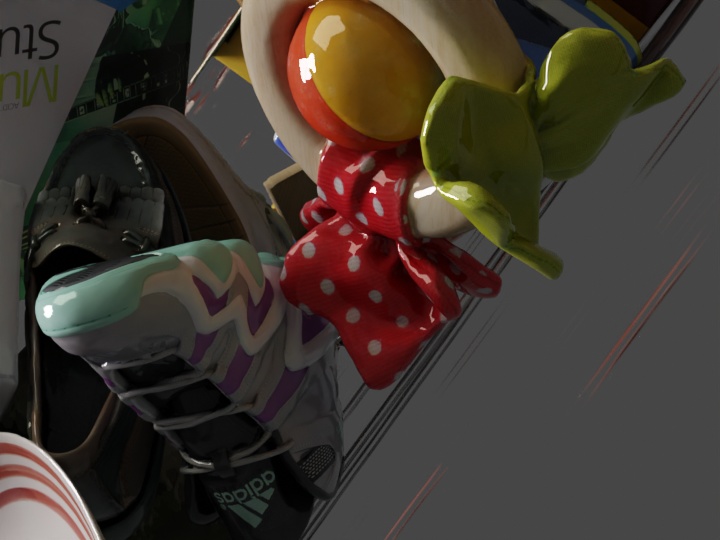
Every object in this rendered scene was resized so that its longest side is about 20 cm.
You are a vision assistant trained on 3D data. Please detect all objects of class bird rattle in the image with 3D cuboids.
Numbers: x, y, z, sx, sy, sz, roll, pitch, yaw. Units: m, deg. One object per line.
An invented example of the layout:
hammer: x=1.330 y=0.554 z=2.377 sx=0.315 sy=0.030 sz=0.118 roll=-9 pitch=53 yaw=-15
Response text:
bird rattle: x=0.021 y=-0.058 z=0.991 sx=0.113 sy=0.163 sz=0.200 roll=-37 pitch=5 yaw=-27

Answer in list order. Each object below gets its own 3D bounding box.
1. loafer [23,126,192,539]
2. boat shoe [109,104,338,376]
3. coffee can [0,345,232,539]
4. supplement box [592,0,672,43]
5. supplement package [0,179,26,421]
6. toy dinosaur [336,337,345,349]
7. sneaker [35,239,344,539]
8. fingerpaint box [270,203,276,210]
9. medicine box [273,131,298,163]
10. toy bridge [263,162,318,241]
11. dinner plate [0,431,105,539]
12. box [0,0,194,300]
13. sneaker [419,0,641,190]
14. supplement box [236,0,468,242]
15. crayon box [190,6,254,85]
loafer: x=-0.109 y=0.015 z=1.103 sx=0.063 sy=0.071 sz=0.201 roll=76 pitch=-169 yaw=-55
boat shoe: x=-0.065 y=-0.007 z=1.247 sx=0.070 sy=0.201 sz=0.070 roll=-7 pitch=39 yaw=24
coffee can: x=-0.128 y=0.120 z=1.214 sx=0.147 sy=0.146 sz=0.200 roll=-58 pitch=6 yaw=-32
supplement box: x=0.100 y=-0.241 z=1.123 sx=0.200 sy=0.197 sz=0.133 roll=-52 pitch=5 yaw=24
supplement package: x=-0.228 y=0.057 z=1.138 sx=0.117 sy=0.117 sz=0.200 roll=-95 pitch=26 yaw=-43
toy dinosaur: x=-0.047 y=0.049 z=1.388 sx=0.136 sy=0.102 sz=0.201 roll=80 pitch=-155 yaw=-62
sneaker: x=-0.053 y=0.063 z=1.048 sx=0.077 sy=0.141 sz=0.200 roll=-13 pitch=-7 yaw=26
fingerpaint box: x=-0.091 y=0.080 z=1.565 sx=0.200 sy=0.073 sz=0.167 roll=-52 pitch=7 yaw=37
medicine box: x=0.055 y=-0.142 z=1.456 sx=0.200 sy=0.103 sz=0.182 roll=-54 pitch=5 yaw=18
toy bridge: x=0.000 y=0.000 z=1.201 sx=0.027 sy=0.067 sz=0.200 roll=-28 pitch=18 yaw=-6
dinner plate: x=-0.131 y=0.164 z=1.041 sx=0.024 sy=0.201 sz=0.200 roll=-2 pitch=-34 yaw=-36
box: x=-0.145 y=-0.081 z=1.195 sx=0.144 sy=0.036 sz=0.201 roll=-14 pitch=-55 yaw=-34
sneaker: x=0.024 y=-0.098 z=1.046 sx=0.083 sy=0.199 sz=0.074 roll=-63 pitch=28 yaw=-3
supplement box: x=-0.005 y=-0.104 z=1.140 sx=0.066 sy=0.200 sz=0.069 roll=-35 pitch=2 yaw=2
crayon box: x=-0.011 y=-0.174 z=1.411 sx=0.126 sy=0.051 sz=0.200 roll=-51 pitch=6 yaw=36
